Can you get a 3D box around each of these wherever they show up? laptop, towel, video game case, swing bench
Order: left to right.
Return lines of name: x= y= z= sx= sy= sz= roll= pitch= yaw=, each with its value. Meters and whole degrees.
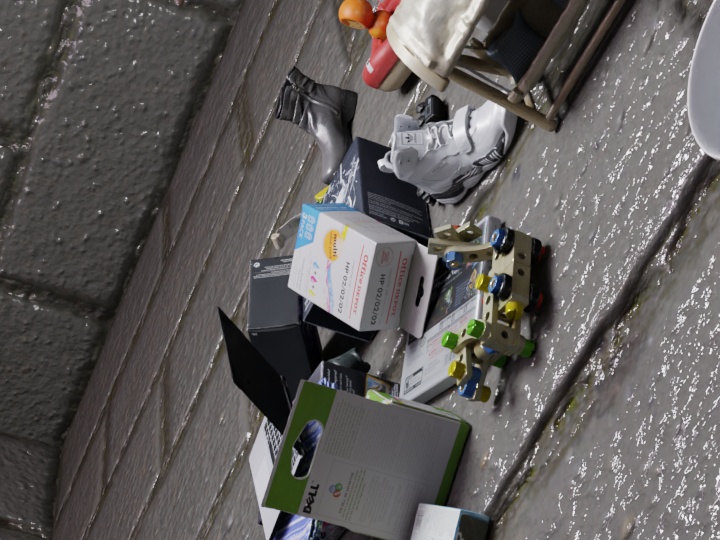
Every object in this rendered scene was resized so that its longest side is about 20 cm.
laptop: x=-0.138 y=0.182 z=1.600 sx=0.187 sy=0.116 sz=0.200 roll=-114 pitch=42 yaw=-63
towel: x=-0.072 y=0.238 z=1.572 sx=0.145 sy=0.024 sz=0.200 roll=137 pitch=145 yaw=-55
video game case: x=0.104 y=0.054 z=1.581 sx=0.200 sy=0.023 sz=0.182 roll=137 pitch=145 yaw=-59
swing bench: x=0.158 y=-0.287 z=1.444 sx=0.130 sy=0.200 sz=0.199 roll=-98 pitch=30 yaw=-52

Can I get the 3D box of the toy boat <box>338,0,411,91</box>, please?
toy boat: x=0.029 y=-0.367 z=2.014 sx=0.131 sy=0.130 sz=0.200 roll=129 pitch=152 yaw=-50

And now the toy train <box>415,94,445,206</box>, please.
toy train: x=0.097 y=-0.163 z=1.786 sx=0.046 sy=0.034 sz=0.200 roll=-41 pitch=33 yaw=37

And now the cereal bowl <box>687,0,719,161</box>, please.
cereal bowl: x=0.334 y=-0.164 z=1.000 sx=0.200 sy=0.083 sz=0.201 roll=-162 pitch=90 yaw=-72

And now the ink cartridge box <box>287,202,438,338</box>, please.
ink cartridge box: x=0.000 y=0.000 z=1.651 sx=0.200 sy=0.068 sz=0.115 roll=29 pitch=114 yaw=47

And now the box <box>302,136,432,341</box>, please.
box: x=0.003 y=-0.043 z=1.837 sx=0.182 sy=0.104 sz=0.200 roll=-94 pitch=28 yaw=-51

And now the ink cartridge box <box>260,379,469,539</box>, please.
ink cartridge box: x=-0.002 y=0.203 z=1.464 sx=0.076 sy=0.200 sz=0.148 roll=-158 pitch=86 yaw=-72

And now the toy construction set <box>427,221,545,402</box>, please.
toy construction set: x=0.134 y=0.027 z=1.424 sx=0.131 sy=0.092 sz=0.200 roll=128 pitch=142 yaw=-48

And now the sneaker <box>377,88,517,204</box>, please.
sneaker: x=0.104 y=-0.158 z=1.623 sx=0.200 sy=0.115 sz=0.075 roll=130 pitch=151 yaw=-49

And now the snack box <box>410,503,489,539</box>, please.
snack box: x=0.073 y=0.343 z=1.378 sx=0.116 sy=0.037 sz=0.200 roll=163 pitch=123 yaw=-71

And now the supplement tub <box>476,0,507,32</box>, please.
supplement tub: x=0.158 y=-0.368 z=1.618 sx=0.200 sy=0.140 sz=0.141 roll=-118 pitch=48 yaw=-65

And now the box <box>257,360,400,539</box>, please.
box: x=-0.042 y=0.232 z=1.697 sx=0.200 sy=0.114 sz=0.132 roll=124 pitch=156 yaw=-43

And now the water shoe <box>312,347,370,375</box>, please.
water shoe: x=-0.027 y=0.169 z=1.813 sx=0.079 sy=0.072 sz=0.200 roll=-35 pitch=-13 yaw=-21

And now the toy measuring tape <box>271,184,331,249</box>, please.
toy measuring tape: x=-0.036 y=-0.089 z=1.956 sx=0.200 sy=0.074 sz=0.074 roll=-38 pitch=9 yaw=-19

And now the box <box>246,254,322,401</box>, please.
box: x=-0.105 y=0.099 z=1.920 sx=0.141 sy=0.079 sz=0.200 roll=-89 pitch=-9 yaw=-46

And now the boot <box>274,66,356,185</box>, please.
boot: x=-0.083 y=-0.235 z=2.223 sx=0.070 sy=0.131 sz=0.200 roll=130 pitch=151 yaw=-49
